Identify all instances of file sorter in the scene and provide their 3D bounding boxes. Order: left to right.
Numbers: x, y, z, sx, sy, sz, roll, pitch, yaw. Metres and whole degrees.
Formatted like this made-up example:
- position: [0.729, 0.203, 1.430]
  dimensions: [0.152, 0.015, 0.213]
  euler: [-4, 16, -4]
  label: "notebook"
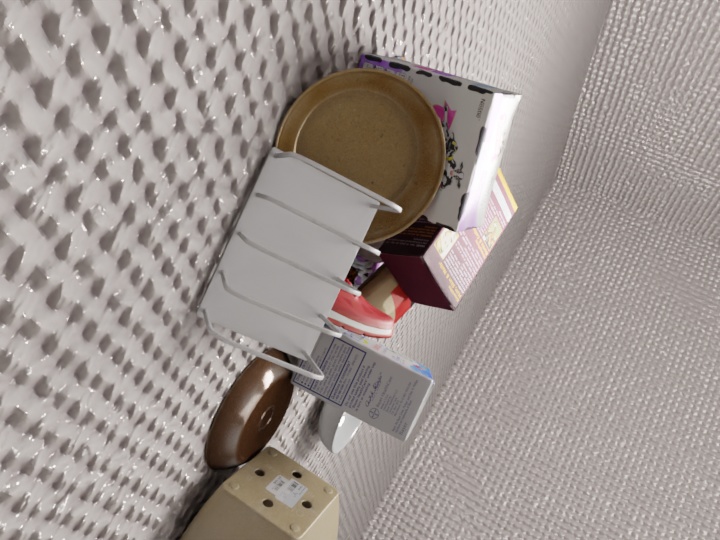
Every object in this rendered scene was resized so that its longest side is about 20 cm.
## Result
- position: [-0.065, -0.007, 0.675]
  dimensions: [0.202, 0.138, 0.124]
  euler: [-65, -162, 2]
  label: "file sorter"

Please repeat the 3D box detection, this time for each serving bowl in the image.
- position: [-0.032, 0.274, 1.344]
  dimensions: [0.201, 0.065, 0.201]
  euler: [-54, 159, -32]
  label: "serving bowl"

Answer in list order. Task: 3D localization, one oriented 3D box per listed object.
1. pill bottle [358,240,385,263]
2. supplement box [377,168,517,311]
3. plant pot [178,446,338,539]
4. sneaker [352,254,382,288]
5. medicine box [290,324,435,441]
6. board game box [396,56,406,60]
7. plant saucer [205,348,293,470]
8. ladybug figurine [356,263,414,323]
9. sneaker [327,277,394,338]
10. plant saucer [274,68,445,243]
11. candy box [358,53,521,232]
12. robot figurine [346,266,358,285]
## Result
- position: [0.071, -0.106, 0.988]
  dimensions: [0.199, 0.113, 0.115]
  euler: [-36, 149, -35]
  label: "pill bottle"
- position: [0.126, -0.059, 0.910]
  dimensions: [0.201, 0.085, 0.111]
  euler: [-54, 128, -23]
  label: "supplement box"
- position: [-0.141, 0.387, 0.952]
  dimensions: [0.199, 0.199, 0.179]
  euler: [-24, 137, -64]
  label: "plant pot"
- position: [-0.001, 0.000, 1.073]
  dimensions: [0.114, 0.072, 0.203]
  euler: [15, 90, -68]
  label: "sneaker"
- position: [0.008, 0.169, 1.041]
  dimensions: [0.104, 0.198, 0.182]
  euler: [-63, 175, -1]
  label: "medicine box"
- position: [0.043, -0.205, 0.951]
  dimensions: [0.159, 0.039, 0.201]
  euler: [-55, 160, -29]
  label: "board game box"
- position: [-0.153, 0.212, 0.963]
  dimensions: [0.201, 0.036, 0.201]
  euler: [-55, 161, -30]
  label: "plant saucer"
- position: [0.048, 0.029, 0.985]
  dimensions: [0.200, 0.072, 0.136]
  euler: [-44, -177, -38]
  label: "ladybug figurine"
- position: [-0.031, 0.002, 0.792]
  dimensions: [0.117, 0.198, 0.078]
  euler: [-67, -161, -3]
  label: "sneaker"
- position: [-0.001, -0.131, 0.747]
  dimensions: [0.036, 0.198, 0.202]
  euler: [-112, -142, -64]
  label: "plant saucer"
- position: [0.078, -0.163, 0.811]
  dimensions: [0.071, 0.199, 0.170]
  euler: [-14, 124, -50]
  label: "candy box"
- position: [-0.061, 0.022, 0.929]
  dimensions: [0.146, 0.058, 0.200]
  euler: [-66, 162, 7]
  label: "robot figurine"
